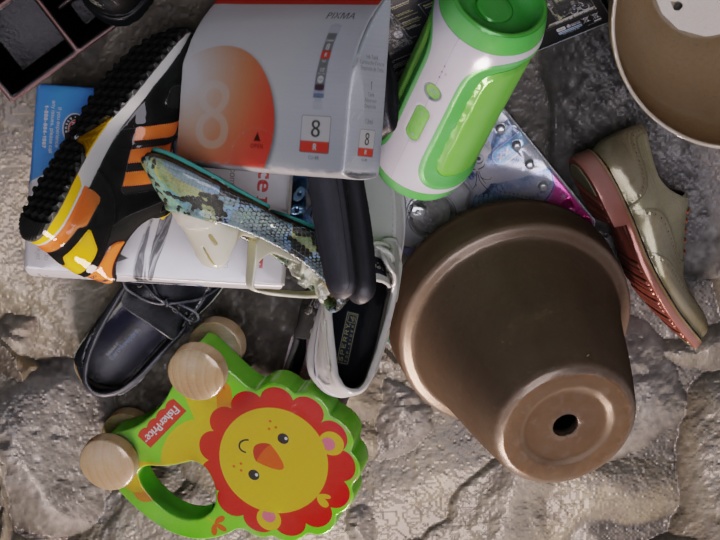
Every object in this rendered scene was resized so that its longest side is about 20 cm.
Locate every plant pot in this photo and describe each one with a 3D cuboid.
[{"bbox_3d":[0.276,-0.207,1.484,0.199,0.135,0.201,-1,111,-3],"label":"plant pot"},{"bbox_3d":[0.135,0.073,1.539,0.199,0.175,0.201,-8,126,-11],"label":"plant pot"}]

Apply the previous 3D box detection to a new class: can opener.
[{"bbox_3d":[-0.016,-0.074,1.422,0.078,0.201,0.063,-14,159,37],"label":"can opener"}]

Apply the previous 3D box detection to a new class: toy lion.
[{"bbox_3d":[-0.100,0.150,1.596,0.192,0.069,0.200,44,117,-4],"label":"toy lion"}]

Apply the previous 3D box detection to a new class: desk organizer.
[{"bbox_3d":[-0.205,-0.217,1.483,0.200,0.077,0.072,-34,109,9],"label":"desk organizer"}]

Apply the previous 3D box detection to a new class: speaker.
[{"bbox_3d":[0.071,-0.138,1.447,0.088,0.089,0.200,15,144,-9],"label":"speaker"}]

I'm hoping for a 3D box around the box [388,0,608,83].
[{"bbox_3d":[0.068,-0.206,1.460,0.199,0.044,0.160,-21,146,16],"label":"box"}]

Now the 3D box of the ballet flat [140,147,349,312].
[{"bbox_3d":[-0.080,-0.023,1.431,0.200,0.074,0.074,24,108,-26],"label":"ballet flat"}]

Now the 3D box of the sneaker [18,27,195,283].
[{"bbox_3d":[-0.166,-0.084,1.450,0.090,0.070,0.200,41,74,-30],"label":"sneaker"}]

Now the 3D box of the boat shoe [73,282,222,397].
[{"bbox_3d":[-0.163,0.025,1.586,0.075,0.062,0.200,37,102,-13],"label":"boat shoe"}]

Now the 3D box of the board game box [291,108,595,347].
[{"bbox_3d":[0.058,-0.045,1.592,0.200,0.026,0.200,-38,108,10],"label":"board game box"}]

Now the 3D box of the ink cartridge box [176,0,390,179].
[{"bbox_3d":[-0.054,-0.169,1.386,0.162,0.050,0.201,7,97,38],"label":"ink cartridge box"}]

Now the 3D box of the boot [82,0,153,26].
[{"bbox_3d":[-0.151,-0.269,1.367,0.073,0.162,0.199,27,82,6],"label":"boot"}]

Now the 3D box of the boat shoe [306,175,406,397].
[{"bbox_3d":[0.000,0.000,1.526,0.072,0.066,0.201,14,86,-17],"label":"boat shoe"}]

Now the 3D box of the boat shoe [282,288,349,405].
[{"bbox_3d":[-0.030,0.079,1.600,0.067,0.057,0.201,17,118,-2],"label":"boat shoe"}]

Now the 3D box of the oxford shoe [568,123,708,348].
[{"bbox_3d":[0.245,-0.026,1.588,0.074,0.071,0.200,-34,115,-6],"label":"oxford shoe"}]

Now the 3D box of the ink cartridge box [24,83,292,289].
[{"bbox_3d":[-0.153,-0.063,1.517,0.199,0.086,0.147,3,88,-2],"label":"ink cartridge box"}]
